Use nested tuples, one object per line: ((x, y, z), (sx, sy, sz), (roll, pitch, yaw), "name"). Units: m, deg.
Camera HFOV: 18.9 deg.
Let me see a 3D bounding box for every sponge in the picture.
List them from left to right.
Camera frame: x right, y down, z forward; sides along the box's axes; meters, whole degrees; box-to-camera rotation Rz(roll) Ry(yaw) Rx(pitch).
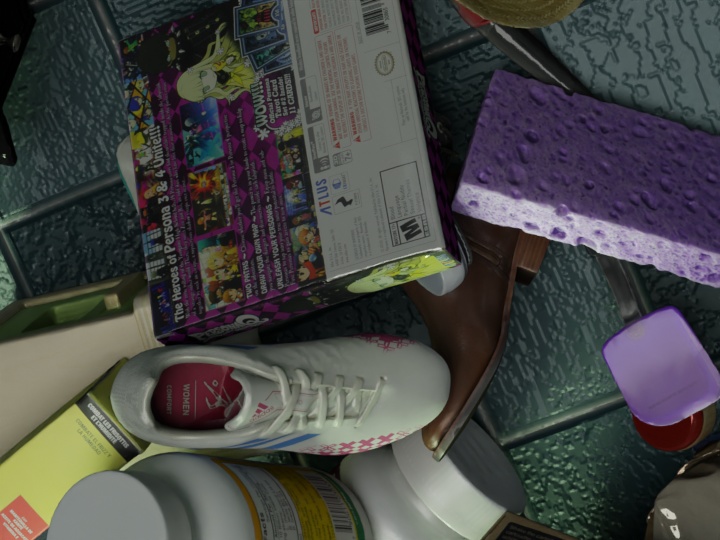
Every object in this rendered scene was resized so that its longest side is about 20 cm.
((0.160, -0.050, 1.275), (0.200, 0.112, 0.030), (17, 132, 1), "sponge")

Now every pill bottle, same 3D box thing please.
((-0.087, 0.163, 1.253), (0.113, 0.200, 0.113), (-5, 79, 30), "pill bottle")
((0.004, 0.180, 1.378), (0.110, 0.110, 0.200), (45, 108, -4), "pill bottle")

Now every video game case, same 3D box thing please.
((-0.045, -0.071, 1.251), (0.181, 0.036, 0.200), (-18, 65, 16), "video game case")

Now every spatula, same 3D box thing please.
((0.151, 0.001, 1.301), (0.056, 0.021, 0.200), (-31, 64, 14), "spatula")

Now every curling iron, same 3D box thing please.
((0.079, -0.164, 1.311), (0.050, 0.026, 0.200), (-40, 95, 15), "curling iron")

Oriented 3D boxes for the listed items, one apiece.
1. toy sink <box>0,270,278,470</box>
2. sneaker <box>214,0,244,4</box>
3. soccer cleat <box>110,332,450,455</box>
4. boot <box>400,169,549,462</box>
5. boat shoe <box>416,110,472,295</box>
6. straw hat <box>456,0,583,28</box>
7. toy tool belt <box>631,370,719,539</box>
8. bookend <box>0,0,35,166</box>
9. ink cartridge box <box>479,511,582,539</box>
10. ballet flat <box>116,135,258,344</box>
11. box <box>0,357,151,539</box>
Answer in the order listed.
((-0.138, 0.060, 1.363), (0.200, 0.130, 0.112), (-12, 102, 15), "toy sink")
((-0.035, -0.239, 1.278), (0.074, 0.082, 0.200), (29, 109, 18), "sneaker")
((-0.039, 0.074, 1.220), (0.199, 0.086, 0.070), (-2, 92, -13), "soccer cleat")
((0.000, 0.000, 1.321), (0.200, 0.064, 0.187), (23, 67, 1), "boot")
((0.023, -0.078, 1.296), (0.066, 0.070, 0.200), (-25, 62, -14), "boat shoe")
((0.054, -0.221, 1.247), (0.085, 0.201, 0.201), (-15, 104, 48), "straw hat")
((0.239, 0.146, 1.336), (0.125, 0.123, 0.200), (-20, 91, 38), "toy tool belt")
((-0.238, -0.203, 1.316), (0.092, 0.199, 0.200), (12, 151, 8), "bookend")
((0.153, 0.257, 1.317), (0.165, 0.075, 0.200), (18, 142, 35), "ink cartridge box")
((-0.096, -0.023, 1.309), (0.069, 0.069, 0.200), (-39, 51, 18), "ballet flat")
((-0.205, 0.136, 1.291), (0.200, 0.075, 0.050), (-39, 95, 17), "box")
